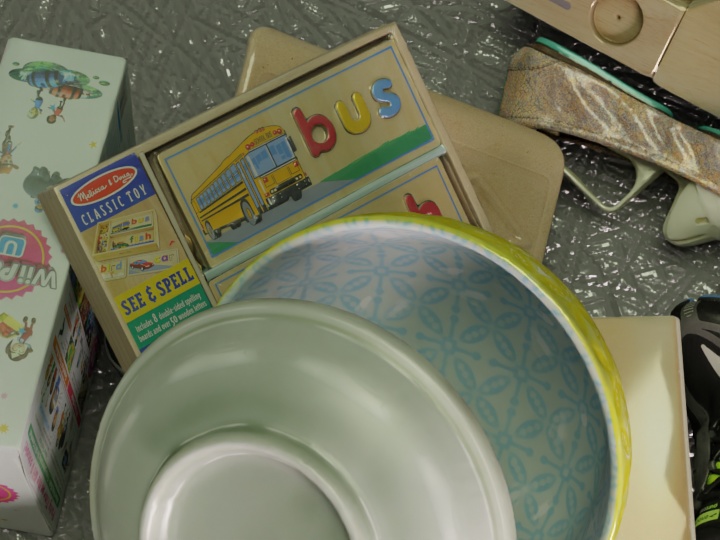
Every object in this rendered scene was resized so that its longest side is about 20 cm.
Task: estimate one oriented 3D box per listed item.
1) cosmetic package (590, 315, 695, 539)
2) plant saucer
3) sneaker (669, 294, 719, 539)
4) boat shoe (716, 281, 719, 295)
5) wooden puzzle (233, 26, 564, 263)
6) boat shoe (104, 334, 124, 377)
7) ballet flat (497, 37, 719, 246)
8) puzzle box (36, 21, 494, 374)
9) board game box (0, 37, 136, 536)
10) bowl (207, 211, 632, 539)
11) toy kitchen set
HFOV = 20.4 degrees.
[{"bbox_3d":[0.117,0.131,0.954,0.071,0.105,0.200,0,66,-1],"label":"cosmetic package"},{"bbox_3d":[-0.035,0.113,0.835,0.200,0.050,0.201,5,104,22],"label":"plant saucer"},{"bbox_3d":[0.192,0.105,0.963,0.083,0.071,0.200,0,71,-45],"label":"sneaker"},{"bbox_3d":[0.266,0.062,1.005,0.060,0.074,0.200,-37,66,-12],"label":"boat shoe"},{"bbox_3d":[0.000,0.000,0.998,0.185,0.046,0.200,19,75,-25],"label":"wooden puzzle"},{"bbox_3d":[-0.049,-0.016,1.032,0.200,0.064,0.071,-42,74,-16],"label":"boat shoe"},{"bbox_3d":[0.162,-0.053,1.060,0.200,0.068,0.067,28,89,16],"label":"ballet flat"},{"bbox_3d":[-0.037,-0.020,0.940,0.200,0.025,0.133,-30,98,-27],"label":"puzzle box"},{"bbox_3d":[-0.161,0.011,0.974,0.064,0.148,0.200,10,67,2],"label":"board game box"},{"bbox_3d":[0.034,0.065,0.880,0.200,0.108,0.201,5,104,22],"label":"bowl"},{"bbox_3d":[0.181,-0.184,1.003,0.180,0.163,0.200,30,115,11],"label":"toy kitchen set"}]
